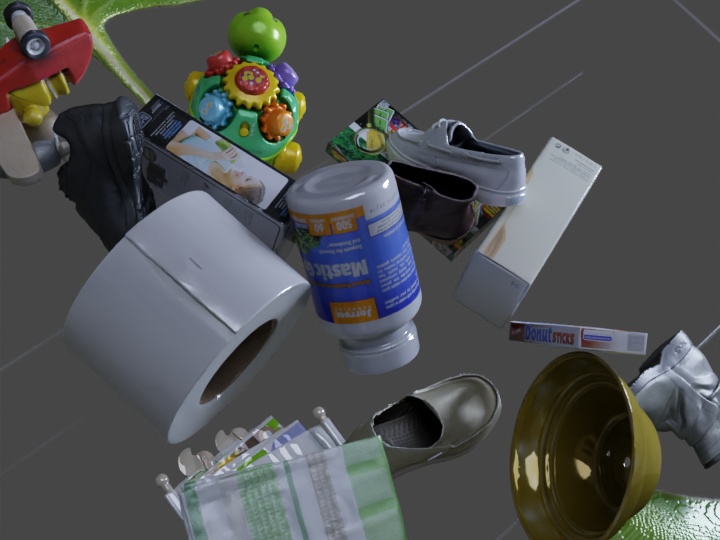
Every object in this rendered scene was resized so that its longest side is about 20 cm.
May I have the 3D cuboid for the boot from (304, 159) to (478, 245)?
[{"bbox_3d":[0.029,-0.091,1.268,0.199,0.166,0.073,18,75,6],"label":"boot"}]

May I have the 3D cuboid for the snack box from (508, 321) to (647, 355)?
[{"bbox_3d":[0.220,0.069,1.227,0.071,0.200,0.024,5,88,-12],"label":"snack box"}]

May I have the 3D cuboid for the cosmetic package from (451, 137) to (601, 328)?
[{"bbox_3d":[0.188,-0.044,1.335,0.071,0.105,0.200,32,55,7],"label":"cosmetic package"}]

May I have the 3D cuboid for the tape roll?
[{"bbox_3d":[-0.163,0.044,1.125,0.139,0.203,0.203,40,58,11],"label":"tape roll"}]

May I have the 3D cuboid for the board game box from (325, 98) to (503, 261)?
[{"bbox_3d":[0.065,-0.109,1.388,0.200,0.023,0.105,41,60,11],"label":"board game box"}]

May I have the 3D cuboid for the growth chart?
[{"bbox_3d":[-0.087,0.210,1.155,0.199,0.018,0.145,-23,68,-26],"label":"growth chart"}]

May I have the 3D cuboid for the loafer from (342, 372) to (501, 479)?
[{"bbox_3d":[0.072,0.156,1.196,0.199,0.068,0.076,-24,68,-33],"label":"loafer"}]

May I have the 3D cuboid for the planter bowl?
[{"bbox_3d":[0.236,0.185,1.166,0.083,0.200,0.202,12,56,-26],"label":"planter bowl"}]

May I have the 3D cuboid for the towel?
[{"bbox_3d":[-0.057,0.248,1.098,0.199,0.031,0.150,-13,81,-10],"label":"towel"}]

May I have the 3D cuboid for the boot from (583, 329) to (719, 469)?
[{"bbox_3d":[0.338,0.164,1.277,0.200,0.068,0.131,-38,81,-29],"label":"boot"}]

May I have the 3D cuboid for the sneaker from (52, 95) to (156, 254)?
[{"bbox_3d":[-0.258,-0.078,1.197,0.090,0.201,0.076,-3,23,3],"label":"sneaker"}]

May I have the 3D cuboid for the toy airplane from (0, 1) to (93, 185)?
[{"bbox_3d":[-0.377,-0.168,1.247,0.198,0.141,0.201,-1,62,29],"label":"toy airplane"}]

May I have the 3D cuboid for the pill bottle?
[{"bbox_3d":[0.000,0.000,1.196,0.111,0.201,0.112,-12,22,5],"label":"pill bottle"}]

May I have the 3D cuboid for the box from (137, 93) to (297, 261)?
[{"bbox_3d":[-0.158,-0.084,1.255,0.199,0.117,0.060,32,54,6],"label":"box"}]

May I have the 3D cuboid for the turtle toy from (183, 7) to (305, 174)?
[{"bbox_3d":[-0.127,-0.206,1.343,0.145,0.101,0.201,9,58,-10],"label":"turtle toy"}]

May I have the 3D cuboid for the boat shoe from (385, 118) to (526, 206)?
[{"bbox_3d":[0.104,-0.132,1.310,0.072,0.069,0.200,-13,30,-33],"label":"boat shoe"}]
